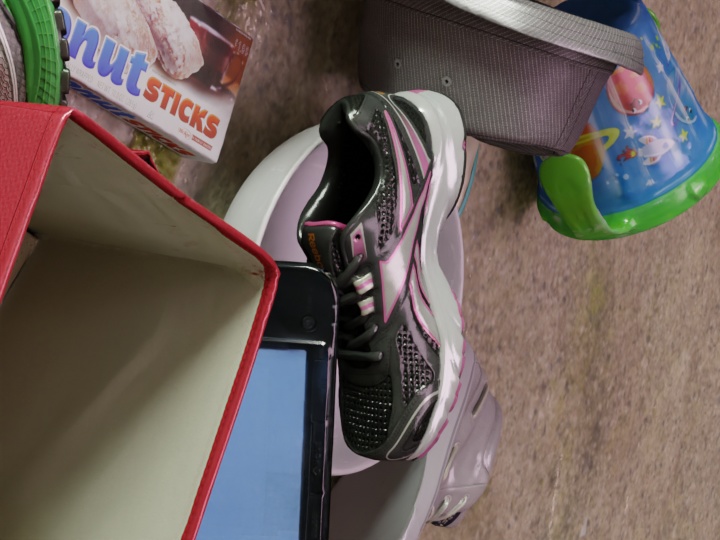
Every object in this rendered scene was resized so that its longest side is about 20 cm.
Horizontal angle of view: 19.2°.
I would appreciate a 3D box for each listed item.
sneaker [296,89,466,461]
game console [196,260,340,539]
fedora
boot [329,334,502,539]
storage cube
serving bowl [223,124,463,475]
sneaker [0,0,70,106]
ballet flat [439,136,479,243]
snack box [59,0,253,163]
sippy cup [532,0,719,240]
[{"bbox_3d":[0.000,0.000,1.132,0.086,0.080,0.202,6,81,-46],"label":"sneaker"},{"bbox_3d":[-0.104,0.099,1.067,0.116,0.174,0.202,-66,159,-79],"label":"game console"},{"bbox_3d":[0.063,-0.121,1.215,0.176,0.199,0.091,4,108,-60],"label":"fedora"},{"bbox_3d":[0.039,0.141,1.338,0.096,0.073,0.201,53,52,-41],"label":"boot"},{"bbox_3d":[-0.168,0.036,0.880,0.171,0.178,0.202,38,65,-55],"label":"storage cube"},{"bbox_3d":[-0.023,0.012,1.206,0.199,0.065,0.202,-13,106,-51],"label":"serving bowl"},{"bbox_3d":[-0.180,-0.134,0.920,0.084,0.078,0.202,-20,111,-8],"label":"sneaker"},{"bbox_3d":[0.045,-0.108,1.304,0.069,0.069,0.202,47,55,-52],"label":"ballet flat"},{"bbox_3d":[-0.122,-0.120,1.059,0.200,0.024,0.073,30,74,-57],"label":"snack box"},{"bbox_3d":[0.166,-0.112,1.439,0.139,0.178,0.131,-26,118,-1],"label":"sippy cup"}]
